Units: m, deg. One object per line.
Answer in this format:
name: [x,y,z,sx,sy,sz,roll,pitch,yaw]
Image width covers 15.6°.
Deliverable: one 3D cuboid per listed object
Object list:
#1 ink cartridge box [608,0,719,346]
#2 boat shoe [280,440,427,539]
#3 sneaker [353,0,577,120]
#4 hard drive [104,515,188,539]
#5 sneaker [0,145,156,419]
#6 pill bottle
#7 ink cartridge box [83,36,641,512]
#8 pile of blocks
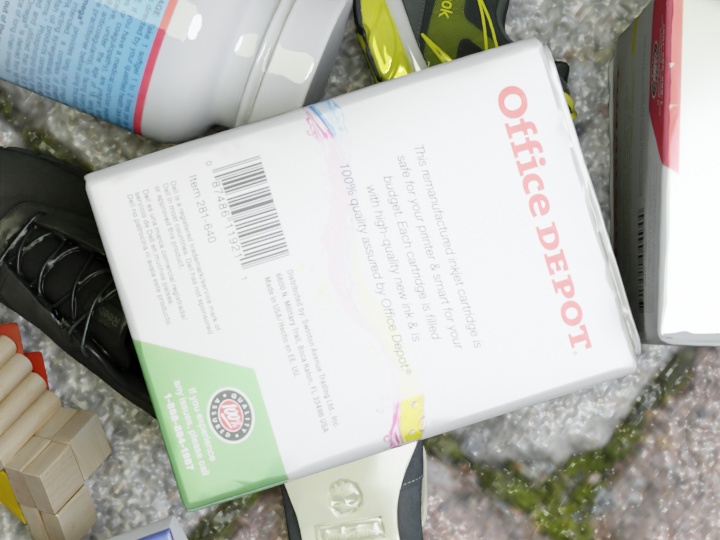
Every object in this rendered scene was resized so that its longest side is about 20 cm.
ink cartridge box: [0.157,-0.040,1.126,0.083,0.200,0.146,1,89,-1]
boat shoe: [-0.001,0.097,1.198,0.071,0.063,0.201,-6,89,4]
sneaker: [0.067,-0.053,1.192,0.084,0.074,0.201,-25,88,1]
hard drive: [-0.148,0.201,1.167,0.199,0.025,0.132,-21,106,9]
sneaker: [-0.118,0.007,1.192,0.200,0.091,0.076,34,93,4]
pill bottle: [-0.110,-0.123,1.183,0.199,0.109,0.109,22,90,2]
ink cartridge box: [0.000,0.000,1.109,0.199,0.084,0.145,-17,93,-2]
pile of blocks: [-0.191,0.043,1.217,0.200,0.082,0.062,47,51,-6]
